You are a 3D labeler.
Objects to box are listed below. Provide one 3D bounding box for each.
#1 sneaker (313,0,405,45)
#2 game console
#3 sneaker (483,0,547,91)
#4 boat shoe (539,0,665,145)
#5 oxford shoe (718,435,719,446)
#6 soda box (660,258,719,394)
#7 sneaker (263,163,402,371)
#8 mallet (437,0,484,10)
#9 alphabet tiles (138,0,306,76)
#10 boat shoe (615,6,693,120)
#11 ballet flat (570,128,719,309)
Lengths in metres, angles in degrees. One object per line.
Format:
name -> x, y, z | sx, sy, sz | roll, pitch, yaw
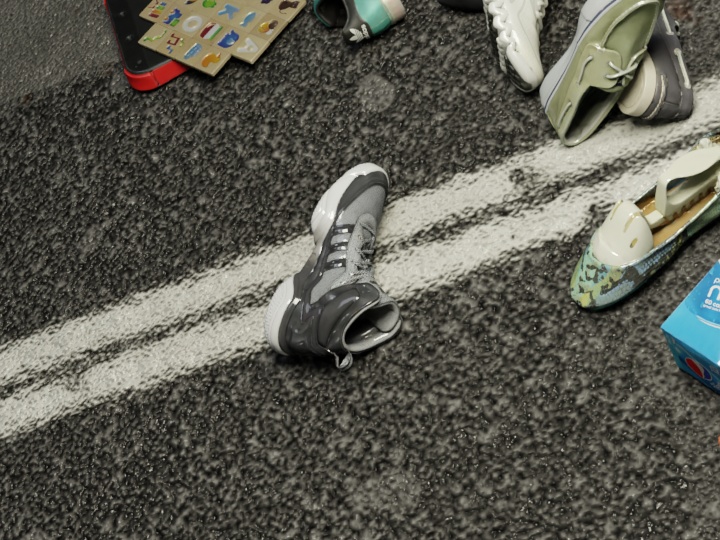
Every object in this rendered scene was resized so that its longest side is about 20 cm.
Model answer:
sneaker -> -0.029, -0.322, 1.496 | 0.079, 0.072, 0.201 | -33, 49, -2
game console -> -0.216, -0.313, 1.627 | 0.175, 0.031, 0.201 | -26, 50, 3
sneaker -> 0.156, -0.275, 1.331 | 0.080, 0.075, 0.203 | -12, 73, 3
boat shoe -> 0.222, -0.188, 1.210 | 0.071, 0.201, 0.063 | -7, 63, -20
oxford shoe -> 0.359, 0.116, 0.975 | 0.198, 0.071, 0.073 | -17, 56, 17
soda box -> 0.330, 0.003, 1.070 | 0.200, 0.068, 0.064 | -47, 49, -8
sneaker -> 0.000, 0.000, 1.255 | 0.113, 0.075, 0.202 | 19, 74, 36
mallet -> 0.137, -0.357, 1.456 | 0.065, 0.041, 0.202 | 5, 57, 27
alphabet tiles -> -0.162, -0.302, 1.572 | 0.199, 0.006, 0.167 | 26, 68, 36
boat shoe -> 0.269, -0.215, 1.280 | 0.062, 0.073, 0.202 | 12, 47, -15
ballet flat -> 0.251, -0.050, 1.152 | 0.200, 0.074, 0.074 | -41, 48, -2
